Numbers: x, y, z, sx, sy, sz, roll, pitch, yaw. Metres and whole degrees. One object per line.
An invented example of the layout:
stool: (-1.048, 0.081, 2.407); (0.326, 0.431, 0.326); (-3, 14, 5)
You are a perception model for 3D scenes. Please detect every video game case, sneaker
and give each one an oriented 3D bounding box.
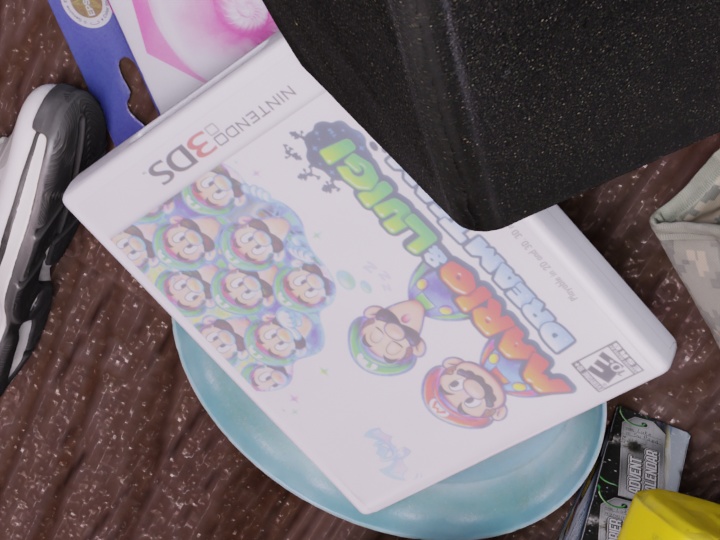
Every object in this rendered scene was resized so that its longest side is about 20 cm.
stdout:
video game case: (0.000, 0.000, 0.885); (0.182, 0.024, 0.200); (-31, 109, 39)
sneaker: (-0.195, -0.026, 1.009); (0.115, 0.076, 0.201); (29, 133, 2)

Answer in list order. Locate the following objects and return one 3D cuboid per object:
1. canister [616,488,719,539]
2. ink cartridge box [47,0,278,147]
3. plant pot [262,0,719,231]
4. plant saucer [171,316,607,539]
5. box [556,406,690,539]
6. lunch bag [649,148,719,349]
canister: (0.135, 0.198, 0.838); (0.148, 0.087, 0.200); (18, 98, -23)
ink cartridge box: (-0.040, -0.074, 0.929); (0.200, 0.043, 0.197); (-9, 118, 28)
plant pot: (0.055, -0.134, 0.707); (0.200, 0.199, 0.178); (47, 155, 46)
plant saucer: (0.013, 0.035, 0.941); (0.200, 0.027, 0.200); (12, 129, 16)
box: (0.090, 0.178, 0.976); (0.040, 0.137, 0.200); (20, 128, 2)
lunch bag: (0.232, 0.021, 0.772); (0.200, 0.118, 0.164); (6, 135, 50)
